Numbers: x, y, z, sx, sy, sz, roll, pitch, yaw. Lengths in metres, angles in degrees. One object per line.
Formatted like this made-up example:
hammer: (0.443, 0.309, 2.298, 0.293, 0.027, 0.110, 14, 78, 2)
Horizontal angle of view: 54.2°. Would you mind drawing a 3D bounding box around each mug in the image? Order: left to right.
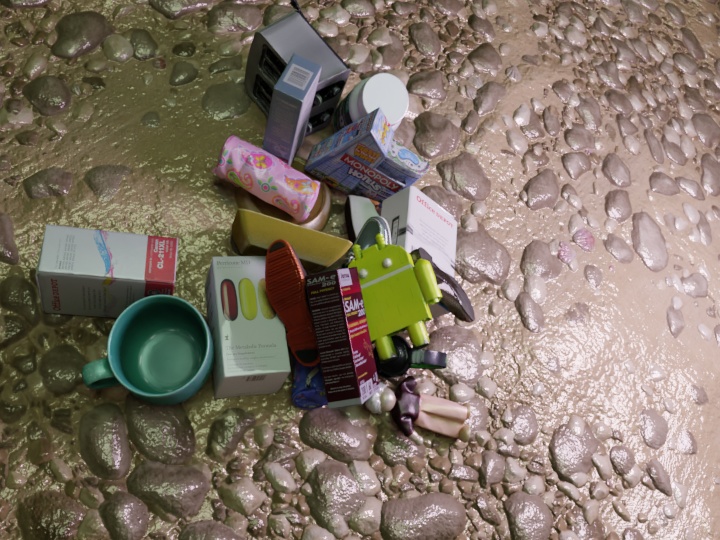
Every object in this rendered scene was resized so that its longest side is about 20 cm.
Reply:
mug: (-0.316, 0.125, 1.083, 0.179, 0.115, 0.156, 12, 71, 0)

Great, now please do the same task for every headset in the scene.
headset: (0.053, 0.165, 1.219, 0.193, 0.124, 0.097, 6, 78, -4)

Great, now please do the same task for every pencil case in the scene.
pencil case: (-0.172, -0.168, 1.287, 0.196, 0.088, 0.089, 28, 57, -5)
pencil case: (-0.083, 0.131, 1.195, 0.075, 0.087, 0.205, -6, 63, 4)

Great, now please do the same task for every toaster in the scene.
toaster: (-0.131, -0.388, 1.386, 0.118, 0.181, 0.201, -36, 81, -31)

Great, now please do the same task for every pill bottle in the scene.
pill bottle: (0.020, -0.311, 1.380, 0.110, 0.199, 0.117, 1, 87, -16)

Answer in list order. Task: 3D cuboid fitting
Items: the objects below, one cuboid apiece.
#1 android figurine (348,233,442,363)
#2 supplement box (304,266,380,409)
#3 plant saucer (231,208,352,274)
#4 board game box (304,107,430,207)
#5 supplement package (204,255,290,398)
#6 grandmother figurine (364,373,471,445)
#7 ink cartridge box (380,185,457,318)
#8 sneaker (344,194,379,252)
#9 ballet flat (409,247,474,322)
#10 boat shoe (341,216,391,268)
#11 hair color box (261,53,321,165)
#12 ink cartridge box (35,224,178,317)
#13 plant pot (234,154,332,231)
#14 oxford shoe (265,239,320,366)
android figurine: (0.043, 0.042, 1.167, 0.178, 0.041, 0.205, -21, 76, 13)
supplement box: (-0.026, 0.101, 1.101, 0.059, 0.109, 0.206, -12, 89, 17)
plant saucer: (-0.129, -0.040, 1.213, 0.194, 0.200, 0.050, 16, 80, -12)
board game box: (0.022, -0.207, 1.323, 0.197, 0.199, 0.063, 29, 60, -17)
supplement package: (-0.190, 0.091, 1.158, 0.110, 0.110, 0.205, -2, 65, -22)
grandmother figurine: (0.098, 0.238, 1.227, 0.195, 0.061, 0.124, 16, 52, -16)
ink cartridge box: (0.106, -0.031, 1.324, 0.145, 0.083, 0.205, 32, 51, -34)
sneaker: (0.020, -0.055, 1.337, 0.082, 0.073, 0.205, 4, 62, -16)
ballet flat: (0.141, 0.032, 1.247, 0.199, 0.046, 0.068, 42, 27, -36)
boat shoe: (0.000, 0.000, 1.236, 0.071, 0.061, 0.206, 18, 90, 30)
hair color box: (-0.131, -0.279, 1.287, 0.059, 0.202, 0.101, 23, 54, -1)
ink cartridge box: (-0.393, 0.008, 1.101, 0.194, 0.146, 0.085, 6, 62, -18)
plant pot: (-0.143, -0.149, 1.351, 0.194, 0.028, 0.206, 9, 62, -17)
oxford shoe: (-0.098, 0.049, 1.131, 0.072, 0.070, 0.206, -17, 91, -65)
